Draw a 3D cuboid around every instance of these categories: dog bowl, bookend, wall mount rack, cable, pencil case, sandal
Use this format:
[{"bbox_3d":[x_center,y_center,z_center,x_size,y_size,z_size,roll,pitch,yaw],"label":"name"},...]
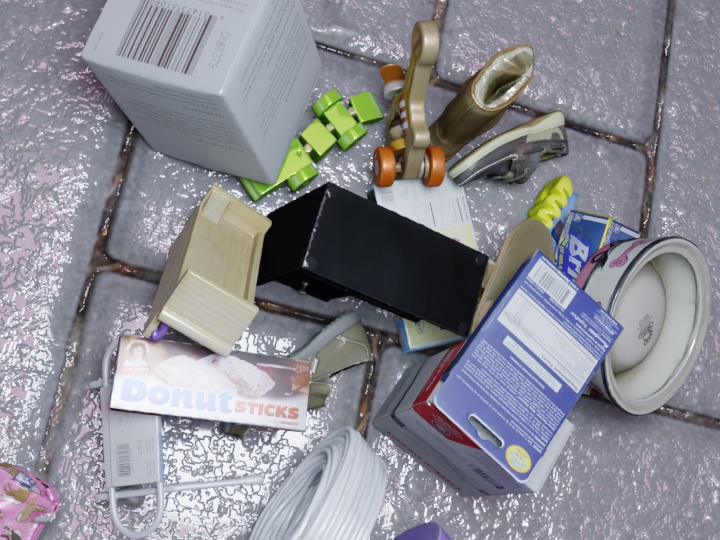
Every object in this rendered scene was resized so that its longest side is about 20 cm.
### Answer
[{"bbox_3d":[0.309,0.055,1.025,0.198,0.073,0.204,-12,110,-37],"label":"dog bowl"},{"bbox_3d":[0.000,0.000,0.999,0.196,0.199,0.094,23,76,-21],"label":"bookend"},{"bbox_3d":[-0.194,0.164,0.933,0.171,0.074,0.204,-9,79,17],"label":"wall mount rack"},{"bbox_3d":[-0.047,0.257,0.913,0.069,0.200,0.201,37,92,-9],"label":"cable"},{"bbox_3d":[-0.375,0.290,0.885,0.083,0.086,0.202,39,69,-36],"label":"pencil case"},{"bbox_3d":[0.148,0.023,1.006,0.078,0.069,0.213,52,45,-23],"label":"sandal"},{"bbox_3d":[0.227,-0.018,1.108,0.087,0.079,0.201,38,73,-8],"label":"sandal"}]

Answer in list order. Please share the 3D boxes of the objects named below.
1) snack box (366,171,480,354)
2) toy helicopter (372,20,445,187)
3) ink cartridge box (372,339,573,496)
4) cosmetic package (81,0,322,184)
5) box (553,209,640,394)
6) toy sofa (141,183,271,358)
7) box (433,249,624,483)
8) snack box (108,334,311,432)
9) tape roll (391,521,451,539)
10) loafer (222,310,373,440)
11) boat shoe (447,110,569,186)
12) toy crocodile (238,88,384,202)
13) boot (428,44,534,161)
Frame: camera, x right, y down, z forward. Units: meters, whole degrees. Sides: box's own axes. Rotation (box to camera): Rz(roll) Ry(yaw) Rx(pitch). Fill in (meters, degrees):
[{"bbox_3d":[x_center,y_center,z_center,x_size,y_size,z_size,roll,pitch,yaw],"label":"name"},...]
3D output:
[{"bbox_3d":[0.085,-0.012,1.089,0.114,0.037,0.204,-10,80,-16],"label":"snack box"},{"bbox_3d":[0.058,-0.198,1.033,0.077,0.202,0.134,-2,48,-13],"label":"toy helicopter"},{"bbox_3d":[0.112,0.165,0.974,0.144,0.200,0.084,39,68,-3],"label":"ink cartridge box"},{"bbox_3d":[-0.156,-0.222,0.965,0.162,0.200,0.167,17,74,14],"label":"cosmetic package"},{"bbox_3d":[0.258,0.037,1.068,0.069,0.064,0.204,16,91,-39],"label":"box"},{"bbox_3d":[-0.156,0.006,0.951,0.082,0.201,0.098,31,115,-18],"label":"toy sofa"},{"bbox_3d":[0.161,0.092,0.883,0.121,0.032,0.201,41,65,-2],"label":"box"},{"bbox_3d":[-0.148,0.115,0.913,0.196,0.024,0.073,10,74,-18],"label":"snack box"},{"bbox_3d":[0.030,0.354,0.912,0.199,0.200,0.085,-39,89,-18],"label":"tape roll"},{"bbox_3d":[-0.064,0.125,1.001,0.199,0.075,0.070,-37,88,-16],"label":"loafer"},{"bbox_3d":[0.192,-0.139,1.113,0.199,0.071,0.067,-29,91,-35],"label":"boat shoe"},{"bbox_3d":[-0.056,-0.150,1.076,0.199,0.062,0.068,-39,88,-14],"label":"toy crocodile"},{"bbox_3d":[0.157,-0.211,1.064,0.066,0.200,0.176,40,72,-3],"label":"boot"}]
